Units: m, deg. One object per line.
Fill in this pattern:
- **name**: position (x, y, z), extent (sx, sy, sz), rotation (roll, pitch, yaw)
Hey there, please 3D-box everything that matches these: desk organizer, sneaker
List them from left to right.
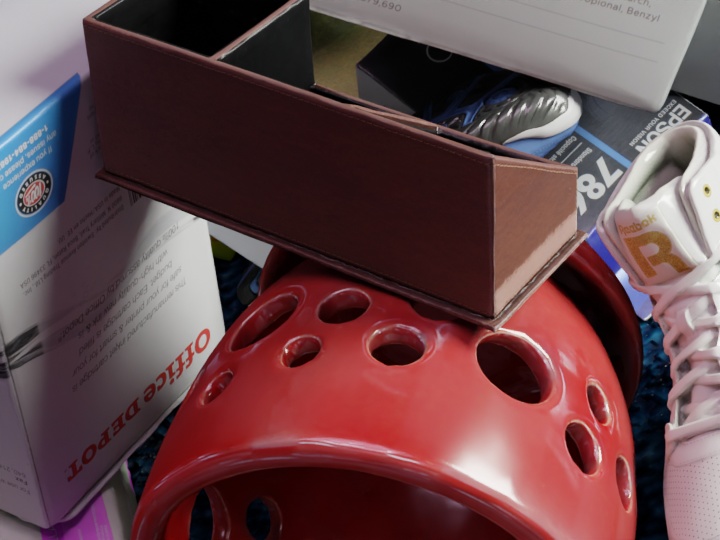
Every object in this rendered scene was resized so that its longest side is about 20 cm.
- **desk organizer**: position (-0.013, -0.056, 0.753), extent (0.199, 0.077, 0.072), rotation (21, 43, 28)
- **sneaker**: position (0.033, -0.026, 0.933), extent (0.200, 0.077, 0.076), rotation (-36, 17, 25)
- **sneaker**: position (0.133, 0.027, 0.771), extent (0.073, 0.116, 0.200), rotation (-25, 32, 34)

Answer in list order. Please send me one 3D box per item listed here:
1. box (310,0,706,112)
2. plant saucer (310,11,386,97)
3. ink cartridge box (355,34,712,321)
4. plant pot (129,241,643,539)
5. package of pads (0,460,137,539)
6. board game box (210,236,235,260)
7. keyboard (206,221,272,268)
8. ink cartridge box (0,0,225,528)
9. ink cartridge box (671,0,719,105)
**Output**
- **box**: position (0.073, -0.198, 0.924), extent (0.199, 0.131, 0.199), rotation (16, 30, -3)
- **plant saucer**: position (0.049, -0.131, 1.088), extent (0.200, 0.048, 0.200), rotation (-37, 46, -13)
- **ink cartridge box**: position (0.101, -0.073, 0.970), extent (0.200, 0.039, 0.099), rotation (39, 71, 20)
- **plant pot**: position (0.022, 0.072, 0.800), extent (0.199, 0.201, 0.183), rotation (-1, 46, 21)
- **package of pads**: position (-0.176, 0.155, 0.892), extent (0.154, 0.068, 0.200), rotation (-22, 43, -1)
- **board game box**: position (-0.106, -0.106, 1.089), extent (0.102, 0.047, 0.200), rotation (-58, 41, 20)
- **keyboard**: position (0.000, 0.000, 0.905), extent (0.200, 0.056, 0.011), rotation (33, 31, -1)
- **ink cartridge box**: position (-0.142, -0.010, 0.854), extent (0.086, 0.201, 0.146), rotation (19, 44, 25)
- **ink cartridge box**: position (0.240, -0.170, 0.985), extent (0.145, 0.088, 0.201), rotation (16, 52, -3)
